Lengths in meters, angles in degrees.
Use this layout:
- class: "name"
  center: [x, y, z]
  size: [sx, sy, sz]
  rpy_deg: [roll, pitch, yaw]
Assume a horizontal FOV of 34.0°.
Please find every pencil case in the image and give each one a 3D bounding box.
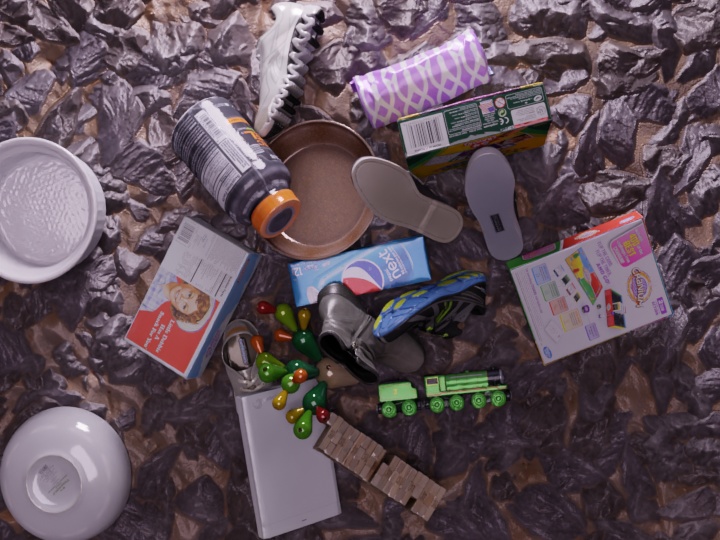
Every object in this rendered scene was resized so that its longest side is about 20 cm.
- class: "pencil case"
  center: [0.087, -0.272, 1.653]
  size: [0.197, 0.084, 0.086]
  rpy_deg: [-22, 57, 2]

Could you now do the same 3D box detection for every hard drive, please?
- class: "hard drive"
  center: [-0.101, 0.265, 1.685]
  size: [0.130, 0.026, 0.204]
  rpy_deg: [-12, 95, -31]

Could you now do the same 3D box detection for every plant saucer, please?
- class: "plant saucer"
  center: [-0.062, -0.110, 1.671]
  size: [0.197, 0.037, 0.204]
  rpy_deg: [-3, 77, 15]

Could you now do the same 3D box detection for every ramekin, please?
- class: "ramekin"
  center: [-0.461, -0.086, 1.687]
  size: [0.197, 0.098, 0.204]
  rpy_deg: [0, 93, 3]

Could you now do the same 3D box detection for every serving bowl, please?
- class: "serving bowl"
  center: [-0.439, 0.305, 1.723]
  size: [0.196, 0.066, 0.204]
  rpy_deg: [0, 92, 4]

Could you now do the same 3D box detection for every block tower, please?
- class: "block tower"
  center: [0.023, 0.280, 1.681]
  size: [0.199, 0.054, 0.058]
  rpy_deg: [36, 77, -6]

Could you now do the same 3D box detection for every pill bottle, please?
- class: "pill bottle"
  center: [-0.167, -0.138, 1.632]
  size: [0.106, 0.106, 0.200]
  rpy_deg: [-43, 69, 5]

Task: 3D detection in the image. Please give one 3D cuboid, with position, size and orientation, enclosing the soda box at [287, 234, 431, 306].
- class: "soda box"
  center: [0.000, 0.000, 1.677]
  size: [0.196, 0.068, 0.065]
  rpy_deg: [-12, 93, 4]

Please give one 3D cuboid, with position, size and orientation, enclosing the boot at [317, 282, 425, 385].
- class: "boot"
  center: [0.012, 0.115, 1.625]
  size: [0.199, 0.132, 0.068]
  rpy_deg: [36, 117, -26]

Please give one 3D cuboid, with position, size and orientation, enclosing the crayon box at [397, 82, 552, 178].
- class: "crayon box"
  center: [0.155, -0.186, 1.604]
  size: [0.197, 0.173, 0.059]
  rpy_deg: [-14, 83, 5]

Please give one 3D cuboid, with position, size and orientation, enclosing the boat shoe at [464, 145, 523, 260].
- class: "boat shoe"
  center: [0.181, -0.099, 1.612]
  size: [0.067, 0.057, 0.202]
  rpy_deg: [-10, 136, 9]

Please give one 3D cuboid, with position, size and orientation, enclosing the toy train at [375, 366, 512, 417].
- class: "toy train"
  center: [0.118, 0.176, 1.696]
  size: [0.196, 0.042, 0.057]
  rpy_deg: [-7, 82, 4]

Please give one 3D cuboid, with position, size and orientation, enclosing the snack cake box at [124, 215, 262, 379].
- class: "snack cake box"
  center: [-0.239, 0.039, 1.686]
  size: [0.114, 0.067, 0.202]
  rpy_deg: [29, 94, 12]

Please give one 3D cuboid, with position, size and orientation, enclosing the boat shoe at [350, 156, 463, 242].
- class: "boat shoe"
  center: [0.055, -0.102, 1.628]
  size: [0.198, 0.063, 0.073]
  rpy_deg: [29, 100, -33]

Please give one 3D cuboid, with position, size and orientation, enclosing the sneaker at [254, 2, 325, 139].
- class: "sneaker"
  center: [-0.116, -0.285, 1.673]
  size: [0.080, 0.075, 0.203]
  rpy_deg: [18, 85, 11]

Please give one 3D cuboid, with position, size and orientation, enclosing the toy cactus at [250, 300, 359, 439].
- class: "toy cactus"
  center: [-0.069, 0.134, 1.657]
  size: [0.102, 0.163, 0.202]
  rpy_deg: [-49, 48, 38]

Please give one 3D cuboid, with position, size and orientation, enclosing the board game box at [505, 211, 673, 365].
- class: "board game box"
  center: [0.322, 0.026, 1.656]
  size: [0.197, 0.040, 0.155]
  rpy_deg: [-21, 105, 4]

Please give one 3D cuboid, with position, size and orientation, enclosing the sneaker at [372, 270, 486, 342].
- class: "sneaker"
  center: [0.105, 0.062, 1.637]
  size: [0.198, 0.070, 0.084]
  rpy_deg: [-20, 103, -35]

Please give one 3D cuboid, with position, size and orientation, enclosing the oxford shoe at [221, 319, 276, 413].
- class: "oxford shoe"
  center: [-0.154, 0.170, 1.703]
  size: [0.074, 0.058, 0.203]
  rpy_deg: [-17, 93, 2]
